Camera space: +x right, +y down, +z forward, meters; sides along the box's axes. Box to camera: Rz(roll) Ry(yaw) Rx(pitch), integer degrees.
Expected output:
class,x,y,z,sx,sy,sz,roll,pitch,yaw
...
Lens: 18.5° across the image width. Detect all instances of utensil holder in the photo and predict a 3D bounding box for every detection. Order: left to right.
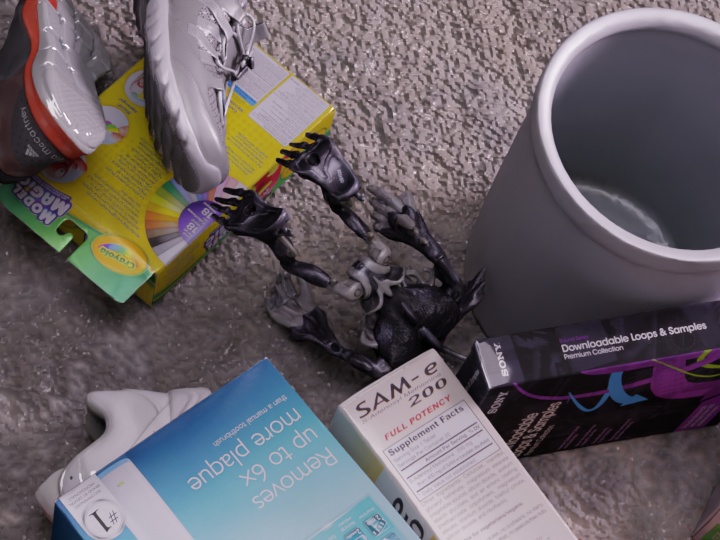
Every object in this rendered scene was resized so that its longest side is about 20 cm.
class,x,y,z,sx,sy,sz,roll,pitch,yaw
utensil holder,0.163,-0.036,1.356,0.169,0.200,0.171,5,62,-10

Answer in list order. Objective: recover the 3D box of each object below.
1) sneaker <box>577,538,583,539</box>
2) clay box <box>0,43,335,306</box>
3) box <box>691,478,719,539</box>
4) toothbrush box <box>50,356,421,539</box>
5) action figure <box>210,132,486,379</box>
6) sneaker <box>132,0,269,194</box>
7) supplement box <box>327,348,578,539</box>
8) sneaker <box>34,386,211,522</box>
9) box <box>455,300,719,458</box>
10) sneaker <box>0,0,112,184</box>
class,x,y,z,sx,sy,sz,roll,pitch,yaw
sneaker,0.192,0.232,1.312,0.200,0.073,0.077,43,40,6
clay box,-0.124,-0.067,1.391,0.115,0.048,0.200,40,63,12
box,0.338,0.132,1.369,0.200,0.097,0.177,29,61,2
toothbrush box,-0.049,0.172,1.168,0.146,0.085,0.200,-33,73,-24
action figure,0.000,0.000,1.348,0.119,0.200,0.102,-43,39,-3
sneaker,-0.095,-0.139,1.364,0.082,0.075,0.201,-4,60,-9
supplement box,0.060,0.162,1.274,0.073,0.126,0.200,-30,73,-23
sneaker,-0.141,0.155,1.268,0.099,0.078,0.201,7,53,-2
box,0.146,0.069,1.331,0.199,0.143,0.036,-7,66,-16
sneaker,-0.207,-0.119,1.361,0.077,0.082,0.200,52,14,-25
